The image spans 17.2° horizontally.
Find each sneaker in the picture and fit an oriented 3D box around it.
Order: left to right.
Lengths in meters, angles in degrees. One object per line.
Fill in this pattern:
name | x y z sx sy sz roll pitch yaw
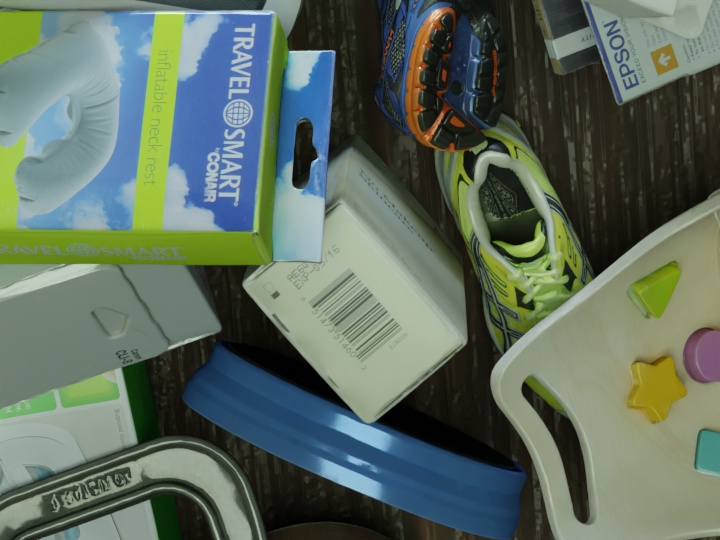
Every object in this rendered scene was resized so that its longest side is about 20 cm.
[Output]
sneaker | 0.043 -0.167 1.326 0.075 0.078 0.201 14 87 -35
sneaker | 0.097 0.006 1.363 0.075 0.076 0.200 -28 102 7

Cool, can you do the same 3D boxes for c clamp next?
c clamp | -0.119 0.183 1.330 0.199 0.027 0.171 -14 90 6

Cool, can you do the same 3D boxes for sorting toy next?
sorting toy | 0.168 0.069 1.328 0.180 0.107 0.201 -26 101 -17

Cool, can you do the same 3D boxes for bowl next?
bowl | -0.001 0.091 1.325 0.200 0.201 0.039 23 91 -3

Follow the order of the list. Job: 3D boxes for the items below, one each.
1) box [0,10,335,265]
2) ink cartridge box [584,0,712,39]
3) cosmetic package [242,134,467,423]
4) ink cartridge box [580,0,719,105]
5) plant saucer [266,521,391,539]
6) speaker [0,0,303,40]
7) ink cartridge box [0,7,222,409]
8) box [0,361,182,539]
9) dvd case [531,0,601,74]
box | -0.116 -0.065 1.170 0.199 0.048 0.122 0 69 8
ink cartridge box | 0.117 -0.204 1.223 0.199 0.067 0.117 20 90 -17
cosmetic package | 0.000 0.000 1.302 0.073 0.200 0.104 -40 100 11
ink cartridge box | 0.188 -0.217 1.297 0.199 0.043 0.197 -23 102 -10
plant saucer | -0.037 0.243 1.398 0.200 0.032 0.201 -12 118 -24
speaker | -0.131 -0.165 1.199 0.199 0.081 0.081 8 104 -18
ink cartridge box | -0.178 -0.052 1.278 0.144 0.145 0.200 -20 66 1
box | -0.204 0.123 1.394 0.176 0.097 0.201 -9 104 2
dvd case | 0.143 -0.226 1.312 0.148 0.016 0.201 -22 101 -15
